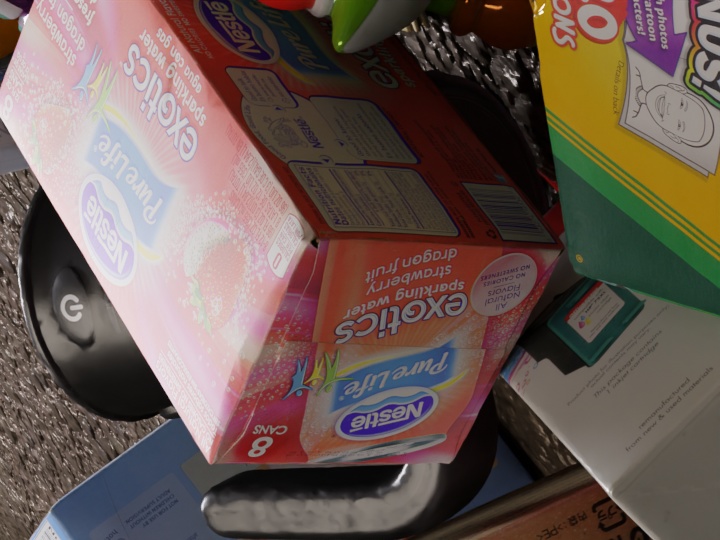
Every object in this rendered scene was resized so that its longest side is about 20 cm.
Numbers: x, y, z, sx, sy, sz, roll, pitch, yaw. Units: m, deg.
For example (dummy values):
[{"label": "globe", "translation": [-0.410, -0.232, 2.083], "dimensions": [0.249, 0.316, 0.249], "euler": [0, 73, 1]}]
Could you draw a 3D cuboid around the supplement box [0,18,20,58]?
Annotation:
[{"label": "supplement box", "translation": [-0.221, -0.210, 1.230], "dimensions": [0.200, 0.073, 0.126], "euler": [40, 152, 32]}]

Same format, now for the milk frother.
[{"label": "milk frother", "translation": [0.000, 0.000, 1.042], "dimensions": [0.188, 0.200, 0.181], "euler": [-8, 115, 37]}]

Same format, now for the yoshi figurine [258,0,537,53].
[{"label": "yoshi figurine", "translation": [-0.030, -0.139, 0.824], "dimensions": [0.112, 0.199, 0.113], "euler": [-108, 28, -76]}]

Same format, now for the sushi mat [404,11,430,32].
[{"label": "sushi mat", "translation": [-0.035, -0.182, 0.975], "dimensions": [0.096, 0.012, 0.200], "euler": [22, 143, 52]}]

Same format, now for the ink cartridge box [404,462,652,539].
[{"label": "ink cartridge box", "translation": [0.052, 0.139, 1.017], "dimensions": [0.075, 0.200, 0.165], "euler": [66, 159, 3]}]

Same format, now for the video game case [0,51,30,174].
[{"label": "video game case", "translation": [-0.197, -0.116, 1.247], "dimensions": [0.200, 0.143, 0.018], "euler": [40, 127, 30]}]

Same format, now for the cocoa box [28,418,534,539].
[{"label": "cocoa box", "translation": [-0.043, 0.121, 1.194], "dimensions": [0.134, 0.200, 0.131], "euler": [52, 158, 5]}]

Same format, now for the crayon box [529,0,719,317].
[{"label": "crayon box", "translation": [0.108, -0.083, 0.707], "dimensions": [0.119, 0.058, 0.201], "euler": [17, 130, 42]}]

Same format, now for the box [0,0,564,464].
[{"label": "box", "translation": [-0.034, -0.033, 0.848], "dimensions": [0.200, 0.102, 0.095], "euler": [54, 129, 41]}]

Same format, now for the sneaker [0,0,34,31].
[{"label": "sneaker", "translation": [-0.110, -0.133, 0.935], "dimensions": [0.087, 0.075, 0.200], "euler": [-34, 126, 30]}]

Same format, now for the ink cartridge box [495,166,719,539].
[{"label": "ink cartridge box", "translation": [0.105, 0.047, 0.838], "dimensions": [0.116, 0.067, 0.200], "euler": [44, -178, -24]}]
